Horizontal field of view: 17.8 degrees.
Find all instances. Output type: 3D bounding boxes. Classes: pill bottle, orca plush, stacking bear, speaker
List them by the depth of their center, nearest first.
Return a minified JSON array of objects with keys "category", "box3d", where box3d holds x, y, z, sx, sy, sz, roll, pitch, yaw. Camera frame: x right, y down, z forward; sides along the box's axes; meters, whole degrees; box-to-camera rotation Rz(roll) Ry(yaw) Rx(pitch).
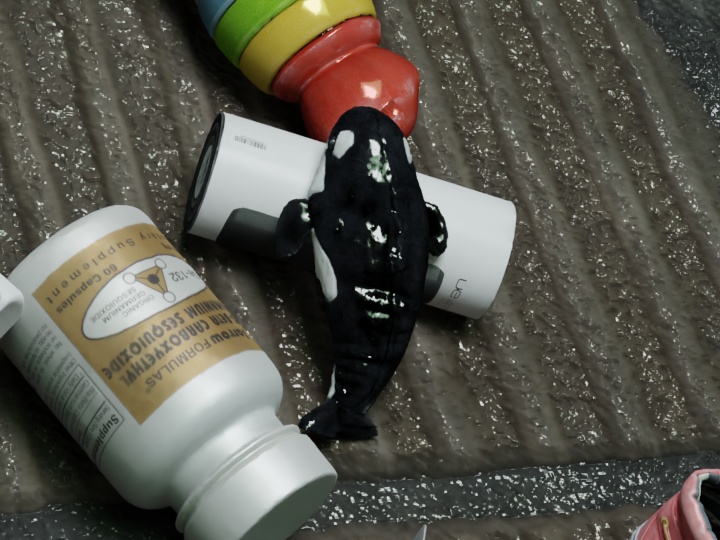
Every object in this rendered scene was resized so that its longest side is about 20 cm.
[{"category":"pill bottle","box3d":[-0.109,0.070,1.305,0.114,0.114,0.200,-29,70,-36]},{"category":"orca plush","box3d":[0.000,0.000,1.371,0.105,0.071,0.201,19,83,-11]},{"category":"speaker","box3d":[-0.005,-0.034,1.450,0.199,0.081,0.081,17,50,-12]},{"category":"stacking bear","box3d":[-0.034,-0.159,1.510,0.114,0.121,0.200,-25,75,-37]}]

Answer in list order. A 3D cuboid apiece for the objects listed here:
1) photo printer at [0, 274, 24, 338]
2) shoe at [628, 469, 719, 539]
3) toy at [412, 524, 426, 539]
[{"category":"photo printer","box3d":[-0.310,0.012,1.257,0.200,0.069,0.166,41,80,10]},{"category":"shoe","box3d":[0.234,0.215,1.355,0.071,0.091,0.200,-17,63,-32]},{"category":"toy","box3d":[0.006,0.246,1.221,0.047,0.115,0.200,23,49,-10]}]
